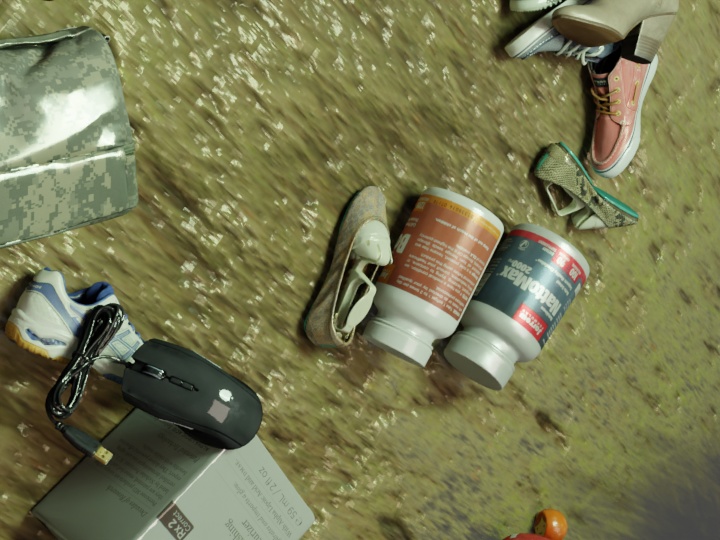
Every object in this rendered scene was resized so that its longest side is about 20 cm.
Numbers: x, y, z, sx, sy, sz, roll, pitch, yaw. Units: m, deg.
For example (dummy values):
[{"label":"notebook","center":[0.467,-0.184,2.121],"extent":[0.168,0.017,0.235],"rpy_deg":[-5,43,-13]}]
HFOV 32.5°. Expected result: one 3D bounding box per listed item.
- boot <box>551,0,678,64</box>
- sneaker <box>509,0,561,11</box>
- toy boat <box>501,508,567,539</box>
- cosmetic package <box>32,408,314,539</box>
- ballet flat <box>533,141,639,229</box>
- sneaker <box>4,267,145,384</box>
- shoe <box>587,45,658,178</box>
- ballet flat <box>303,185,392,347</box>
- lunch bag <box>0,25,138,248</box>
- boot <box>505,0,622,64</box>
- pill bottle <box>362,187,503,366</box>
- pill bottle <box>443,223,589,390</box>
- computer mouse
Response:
[{"label":"boot","center":[0.321,-0.349,1.541],"extent":[0.200,0.070,0.147],"rpy_deg":[14,84,-40]},{"label":"sneaker","center":[0.260,-0.405,1.558],"extent":[0.200,0.070,0.100],"rpy_deg":[-33,121,-31]},{"label":"toy boat","center":[0.278,0.414,1.810],"extent":[0.200,0.130,0.131],"rpy_deg":[27,54,-44]},{"label":"cosmetic package","center":[-0.192,0.255,1.287],"extent":[0.200,0.165,0.165],"rpy_deg":[-47,127,-21]},{"label":"ballet flat","center":[0.303,-0.101,1.703],"extent":[0.075,0.068,0.200],"rpy_deg":[-48,127,9]},{"label":"sneaker","center":[-0.252,0.061,1.238],"extent":[0.200,0.075,0.088],"rpy_deg":[27,84,-44]},{"label":"shoe","center":[0.340,-0.233,1.685],"extent":[0.091,0.071,0.200],"rpy_deg":[26,79,-42]},{"label":"ballet flat","center":[0.000,0.000,1.450],"extent":[0.068,0.067,0.200],"rpy_deg":[21,88,-44]},{"label":"lunch bag","center":[-0.303,-0.122,1.090],"extent":[0.200,0.139,0.168],"rpy_deg":[-17,115,-38]},{"label":"boot","center":[0.276,-0.299,1.583],"extent":[0.200,0.073,0.090],"rpy_deg":[-37,95,-29]},{"label":"pill bottle","center":[0.084,0.010,1.497],"extent":[0.112,0.112,0.200],"rpy_deg":[35,79,-42]},{"label":"pill bottle","center":[0.199,0.050,1.607],"extent":[0.200,0.119,0.120],"rpy_deg":[-56,132,-15]},{"label":"computer mouse","center":[-0.196,0.129,1.172],"extent":[0.200,0.046,0.141],"rpy_deg":[33,69,-8]}]
